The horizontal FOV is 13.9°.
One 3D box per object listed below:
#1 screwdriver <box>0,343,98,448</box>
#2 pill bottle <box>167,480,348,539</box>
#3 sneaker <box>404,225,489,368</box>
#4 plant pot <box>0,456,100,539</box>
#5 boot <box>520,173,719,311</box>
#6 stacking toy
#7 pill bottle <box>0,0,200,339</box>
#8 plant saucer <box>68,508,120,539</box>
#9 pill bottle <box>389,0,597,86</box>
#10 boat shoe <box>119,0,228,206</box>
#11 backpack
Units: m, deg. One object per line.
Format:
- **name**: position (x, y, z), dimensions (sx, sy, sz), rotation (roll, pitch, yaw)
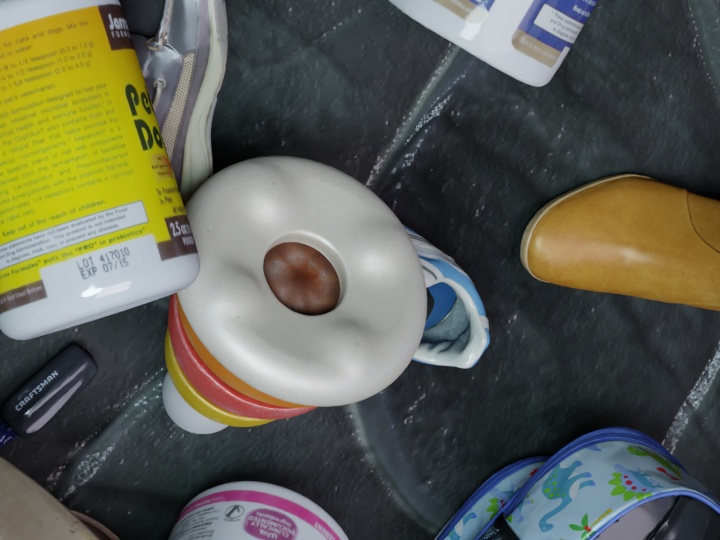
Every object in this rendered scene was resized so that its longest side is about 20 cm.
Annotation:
- **screwdriver**: position (-0.227, 0.111, 1.640), dimensions (0.200, 0.028, 0.029), rotation (-39, 98, -8)
- **pill bottle**: position (-0.078, 0.225, 1.672), dimensions (0.113, 0.200, 0.114), rotation (9, 131, 10)
- **sneaker**: position (0.000, 0.000, 1.696), dimensions (0.200, 0.072, 0.072), rotation (26, 101, -38)
- **plant pot**: position (-0.218, 0.208, 1.517), dimensions (0.175, 0.200, 0.201), rotation (-46, 131, -24)
- **boot**: position (0.212, -0.002, 1.782), dimensions (0.200, 0.144, 0.071), rotation (-5, 117, -30)
- **stacking toy**: position (-0.063, 0.042, 1.627), dimensions (0.146, 0.147, 0.200), rotation (-7, 156, -29)
- **pill bottle**: position (-0.158, -0.074, 1.489), dimensions (0.109, 0.109, 0.201), rotation (-17, 90, -24)
- **plant saucer**: position (-0.219, 0.216, 1.694), dimensions (0.200, 0.037, 0.201), rotation (-14, 121, -25)
- **pill bottle**: position (0.105, -0.212, 1.622), dimensions (0.111, 0.111, 0.201), rotation (24, 101, -39)
- **boat shoe**: position (-0.118, -0.104, 1.563), dimensions (0.073, 0.074, 0.201), rotation (-12, 119, -27)
- **backpack**: position (0.139, 0.199, 1.840), dimensions (0.200, 0.147, 0.183), rotation (-46, 130, 4)
